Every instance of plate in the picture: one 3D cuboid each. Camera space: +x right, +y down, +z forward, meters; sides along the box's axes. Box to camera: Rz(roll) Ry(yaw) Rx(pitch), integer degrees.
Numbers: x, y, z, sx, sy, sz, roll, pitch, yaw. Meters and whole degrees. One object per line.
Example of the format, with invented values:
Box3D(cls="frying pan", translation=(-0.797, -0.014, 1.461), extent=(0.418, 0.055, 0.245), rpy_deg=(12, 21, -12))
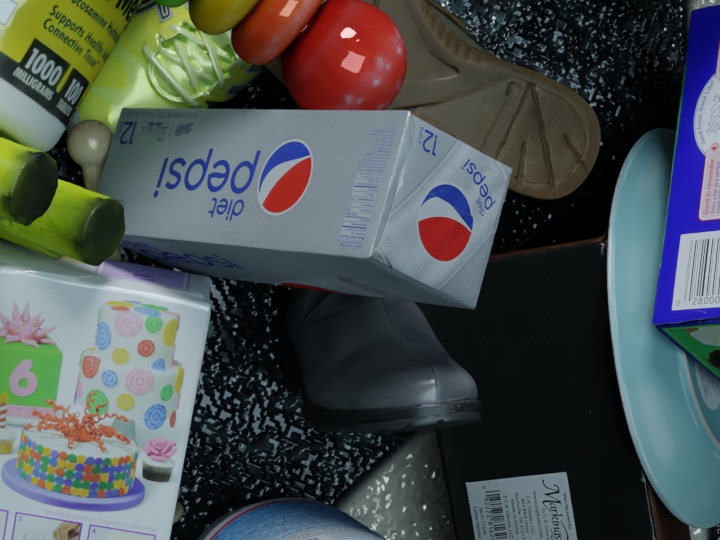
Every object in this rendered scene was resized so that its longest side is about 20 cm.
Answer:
Box3D(cls="plate", translation=(0.173, 0.027, 0.971), extent=(0.025, 0.200, 0.201), rpy_deg=(-7, 98, 29))

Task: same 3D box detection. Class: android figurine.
Box3D(cls="android figurine", translation=(-0.202, -0.056, 0.848), extent=(0.199, 0.182, 0.041), rpy_deg=(21, 83, 27))

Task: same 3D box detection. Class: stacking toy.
Box3D(cls="stacking toy", translation=(-0.063, -0.132, 0.810), extent=(0.200, 0.085, 0.086), rpy_deg=(40, 82, -12))

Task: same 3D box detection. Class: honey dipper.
Box3D(cls="honey dipper", translation=(-0.115, 0.027, 0.930), extent=(0.038, 0.038, 0.201), rpy_deg=(-10, 107, -15))

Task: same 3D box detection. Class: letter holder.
Box3D(cls="letter holder", translation=(0.105, 0.080, 0.994), extent=(0.100, 0.142, 0.201), rpy_deg=(-9, 96, 16))

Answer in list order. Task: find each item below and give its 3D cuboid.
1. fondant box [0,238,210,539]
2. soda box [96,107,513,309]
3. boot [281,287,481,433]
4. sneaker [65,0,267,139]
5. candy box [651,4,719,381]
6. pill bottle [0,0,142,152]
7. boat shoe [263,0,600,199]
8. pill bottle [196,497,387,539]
Box3D(cls="fondant box", translation=(-0.155, 0.091, 0.898), extent=(0.143, 0.058, 0.201), rpy_deg=(10, 103, -5))
Box3D(cls="soda box", translation=(-0.032, -0.030, 0.846), extent=(0.068, 0.199, 0.064), rpy_deg=(24, 78, -41))
Box3D(cls="boot", translation=(0.000, 0.000, 0.897), extent=(0.069, 0.200, 0.133), rpy_deg=(-1, 97, -20))
Box3D(cls="sneaker", translation=(-0.065, -0.125, 0.933), extent=(0.200, 0.076, 0.075), rpy_deg=(-46, 106, -7))
Box3D(cls="candy box", translation=(0.228, -0.016, 0.959), extent=(0.200, 0.077, 0.170), rpy_deg=(34, 59, -46))
Box3D(cls="pill bottle", translation=(-0.141, -0.165, 0.890), extent=(0.112, 0.112, 0.201), rpy_deg=(31, 85, -16))
Box3D(cls="boat shoe", translation=(0.017, -0.097, 0.901), extent=(0.199, 0.072, 0.072), rpy_deg=(26, 94, -17))
Box3D(cls="pill bottle", translation=(-0.024, 0.165, 0.898), extent=(0.108, 0.200, 0.110), rpy_deg=(-1, 94, -16))
